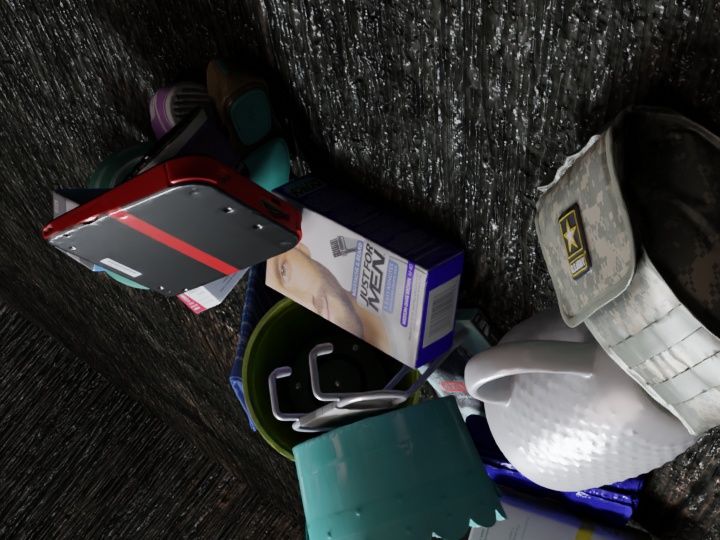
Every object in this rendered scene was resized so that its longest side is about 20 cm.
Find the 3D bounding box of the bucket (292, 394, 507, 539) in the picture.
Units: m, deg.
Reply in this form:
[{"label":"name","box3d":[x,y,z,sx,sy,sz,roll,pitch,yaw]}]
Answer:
[{"label":"bucket","box3d":[0.033,0.216,1.404,0.207,0.204,0.137,129,125,-73]}]

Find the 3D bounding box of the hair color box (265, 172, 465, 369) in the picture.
[{"label":"hair color box","box3d":[0.000,-0.002,1.341,0.199,0.064,0.111,29,127,34]}]

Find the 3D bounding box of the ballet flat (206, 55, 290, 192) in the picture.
[{"label":"ballet flat","box3d":[-0.112,-0.135,1.330,0.073,0.067,0.201,53,170,26]}]

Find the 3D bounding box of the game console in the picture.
[{"label":"game console","box3d":[-0.164,-0.038,1.280,0.175,0.031,0.199,-20,154,23]}]

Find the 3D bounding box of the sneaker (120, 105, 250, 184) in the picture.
[{"label":"sneaker","box3d":[-0.166,-0.085,1.334,0.088,0.076,0.200,44,161,-12]}]

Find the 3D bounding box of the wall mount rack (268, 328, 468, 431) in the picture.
[{"label":"wall mount rack","box3d":[0.010,0.110,1.392,0.171,0.076,0.200,0,165,-24]}]

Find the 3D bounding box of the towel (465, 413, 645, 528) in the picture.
[{"label":"towel","box3d":[0.200,0.221,1.501,0.197,0.050,0.148,18,157,12]}]

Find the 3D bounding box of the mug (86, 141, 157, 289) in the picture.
[{"label":"mug","box3d":[-0.222,-0.071,1.590,0.115,0.182,0.154,111,146,-69]}]

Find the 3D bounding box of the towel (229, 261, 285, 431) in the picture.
[{"label":"towel","box3d":[-0.121,0.071,1.651,0.023,0.202,0.145,0,150,11]}]

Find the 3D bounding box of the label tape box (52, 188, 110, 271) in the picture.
[{"label":"label tape box","box3d":[-0.209,-0.038,1.386,0.142,0.064,0.199,-2,-168,-28]}]

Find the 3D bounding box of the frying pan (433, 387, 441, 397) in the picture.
[{"label":"frying pan","box3d":[0.149,0.158,1.578,0.189,0.031,0.115,23,159,48]}]

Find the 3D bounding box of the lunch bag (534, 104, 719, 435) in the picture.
[{"label":"lunch bag","box3d":[0.202,-0.003,0.913,0.200,0.118,0.164,44,163,3]}]

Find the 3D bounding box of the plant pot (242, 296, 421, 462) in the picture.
[{"label":"plant pot","box3d":[-0.030,0.129,1.630,0.199,0.201,0.193,37,174,5]}]

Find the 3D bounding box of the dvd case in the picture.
[{"label":"dvd case","box3d":[0.126,0.113,1.473,0.145,0.022,0.200,-3,136,50]}]

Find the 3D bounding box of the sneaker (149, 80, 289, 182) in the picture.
[{"label":"sneaker","box3d":[-0.143,-0.109,1.442,0.202,0.072,0.114,57,158,-18]}]

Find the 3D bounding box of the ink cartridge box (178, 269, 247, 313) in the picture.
[{"label":"ink cartridge box","box3d":[-0.242,-0.047,1.769,0.200,0.084,0.145,42,163,-10]}]

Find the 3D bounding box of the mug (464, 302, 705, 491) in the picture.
[{"label":"mug","box3d":[0.175,0.083,1.077,0.197,0.150,0.175,7,162,-21]}]

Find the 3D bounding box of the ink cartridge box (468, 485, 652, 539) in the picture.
[{"label":"ink cartridge box","box3d":[0.221,0.306,1.545,0.197,0.085,0.145,18,180,9]}]
